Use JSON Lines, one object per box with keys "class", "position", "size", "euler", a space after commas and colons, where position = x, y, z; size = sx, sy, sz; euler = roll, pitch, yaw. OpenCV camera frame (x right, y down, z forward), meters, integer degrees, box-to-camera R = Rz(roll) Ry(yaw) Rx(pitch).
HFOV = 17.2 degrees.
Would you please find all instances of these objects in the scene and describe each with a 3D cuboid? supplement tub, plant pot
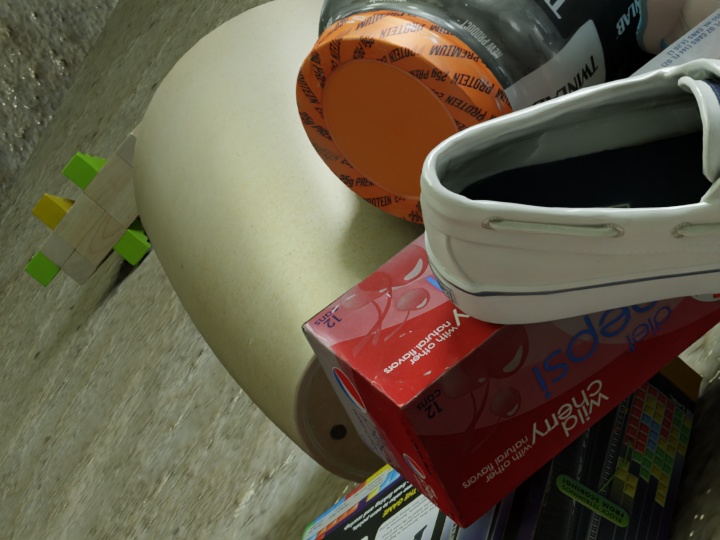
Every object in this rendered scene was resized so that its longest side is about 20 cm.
{"class": "supplement tub", "position": [0.063, -0.118, 1.019], "size": [0.122, 0.122, 0.200], "euler": [-37, 13, 52]}
{"class": "plant pot", "position": [0.000, 0.000, 1.085], "size": [0.187, 0.187, 0.200], "euler": [-50, 29, 19]}

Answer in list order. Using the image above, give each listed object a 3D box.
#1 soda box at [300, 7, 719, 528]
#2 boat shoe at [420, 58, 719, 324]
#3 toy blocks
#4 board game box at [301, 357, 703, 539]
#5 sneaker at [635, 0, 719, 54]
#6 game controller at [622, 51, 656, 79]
{"class": "soda box", "position": [0.083, -0.004, 0.827], "size": [0.200, 0.064, 0.070], "euler": [-37, 38, -13]}
{"class": "boat shoe", "position": [0.116, -0.033, 0.750], "size": [0.199, 0.065, 0.074], "euler": [-17, 56, 1]}
{"class": "toy blocks", "position": [-0.201, -0.079, 2.108], "size": [0.200, 0.100, 0.137], "euler": [-48, 4, 29]}
{"class": "board game box", "position": [0.033, 0.128, 0.880], "size": [0.200, 0.057, 0.166], "euler": [-41, 22, 43]}
{"class": "sneaker", "position": [0.162, -0.109, 0.963], "size": [0.077, 0.081, 0.200], "euler": [-64, -8, 7]}
{"class": "game controller", "position": [0.121, -0.057, 1.068], "size": [0.200, 0.042, 0.105], "euler": [-76, 11, -57]}
